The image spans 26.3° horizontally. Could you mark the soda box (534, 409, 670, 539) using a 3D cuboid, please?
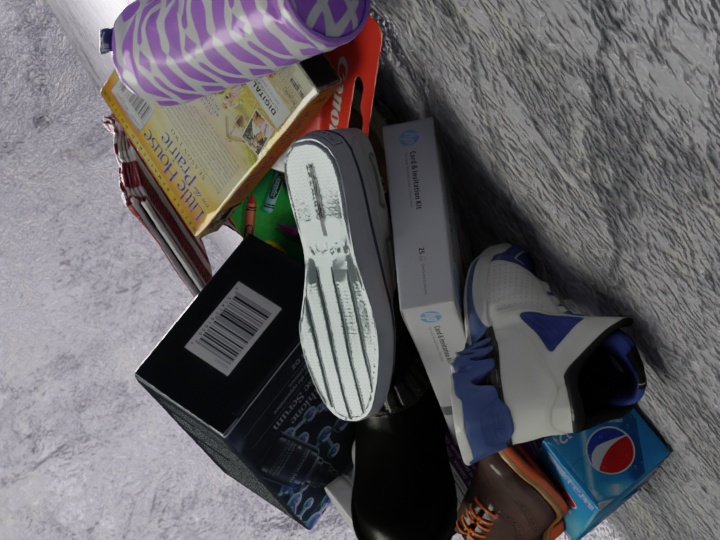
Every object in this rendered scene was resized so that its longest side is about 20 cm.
[{"bbox_3d":[0.173,0.149,1.151,0.064,0.068,0.200,51,171,14],"label":"soda box"}]

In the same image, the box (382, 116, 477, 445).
[{"bbox_3d":[0.060,0.011,1.109,0.200,0.041,0.156,65,-163,-54],"label":"box"}]

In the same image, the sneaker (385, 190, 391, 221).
[{"bbox_3d":[0.003,0.002,1.243,0.060,0.104,0.200,31,128,7],"label":"sneaker"}]

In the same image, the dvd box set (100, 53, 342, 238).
[{"bbox_3d":[-0.108,-0.135,1.133,0.146,0.029,0.200,55,136,11],"label":"dvd box set"}]

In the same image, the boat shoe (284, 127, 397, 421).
[{"bbox_3d":[0.001,0.000,1.046,0.073,0.067,0.201,6,109,37],"label":"boat shoe"}]

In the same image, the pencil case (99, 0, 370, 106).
[{"bbox_3d":[-0.082,-0.167,1.018,0.200,0.086,0.084,-9,161,44],"label":"pencil case"}]

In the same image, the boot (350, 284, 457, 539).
[{"bbox_3d":[0.017,0.097,1.130,0.158,0.079,0.212,69,-164,-48],"label":"boot"}]

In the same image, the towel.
[{"bbox_3d":[-0.167,-0.045,1.307,0.144,0.023,0.200,59,-178,-30],"label":"towel"}]

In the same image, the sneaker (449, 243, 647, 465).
[{"bbox_3d":[0.124,0.055,0.986,0.200,0.115,0.081,-73,-24,-62],"label":"sneaker"}]

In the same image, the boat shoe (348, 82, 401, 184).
[{"bbox_3d":[-0.025,-0.114,1.207,0.076,0.074,0.200,59,174,-28],"label":"boat shoe"}]

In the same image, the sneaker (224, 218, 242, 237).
[{"bbox_3d":[-0.121,-0.074,1.375,0.200,0.078,0.075,57,-157,-48],"label":"sneaker"}]

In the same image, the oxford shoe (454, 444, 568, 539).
[{"bbox_3d":[0.107,0.179,1.147,0.071,0.072,0.200,49,171,28],"label":"oxford shoe"}]

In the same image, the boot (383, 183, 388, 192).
[{"bbox_3d":[0.005,-0.014,1.344,0.200,0.107,0.075,62,176,-23],"label":"boot"}]

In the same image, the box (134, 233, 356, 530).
[{"bbox_3d":[-0.066,0.094,1.251,0.107,0.149,0.200,29,164,31],"label":"box"}]

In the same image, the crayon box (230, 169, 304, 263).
[{"bbox_3d":[-0.077,-0.110,1.299,0.200,0.058,0.119,-93,-19,-45],"label":"crayon box"}]

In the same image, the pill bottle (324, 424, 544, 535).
[{"bbox_3d":[0.072,0.149,1.260,0.113,0.200,0.112,52,171,11],"label":"pill bottle"}]

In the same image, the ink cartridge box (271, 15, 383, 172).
[{"bbox_3d":[-0.059,-0.145,1.123,0.200,0.050,0.163,51,141,45],"label":"ink cartridge box"}]
